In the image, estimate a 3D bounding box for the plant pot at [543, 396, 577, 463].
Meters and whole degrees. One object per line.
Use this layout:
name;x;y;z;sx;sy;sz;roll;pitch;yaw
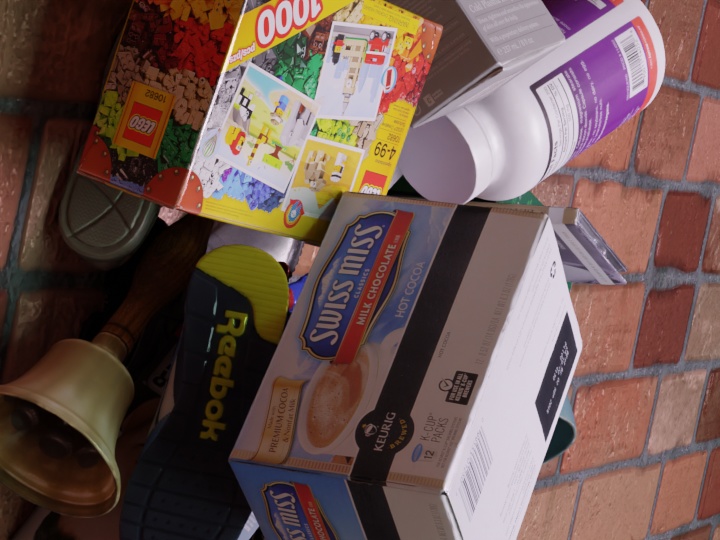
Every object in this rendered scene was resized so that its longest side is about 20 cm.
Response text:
plant pot;0.050;0.071;1.840;0.200;0.200;0.135;45;35;-64

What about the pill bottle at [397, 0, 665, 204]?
pill bottle;0.114;-0.122;1.739;0.200;0.112;0.113;-34;135;-36

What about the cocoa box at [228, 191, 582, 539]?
cocoa box;0.030;0.074;1.429;0.133;0.131;0.200;71;34;-49

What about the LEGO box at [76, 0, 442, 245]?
LEGO box;-0.054;-0.100;1.436;0.200;0.077;0.149;12;98;-58

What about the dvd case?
dvd case;0.079;-0.022;1.803;0.149;0.200;0.016;41;55;-64

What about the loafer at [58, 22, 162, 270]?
loafer;-0.121;-0.093;1.492;0.063;0.072;0.200;79;36;-76

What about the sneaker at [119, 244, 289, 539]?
sneaker;-0.084;0.085;1.446;0.082;0.074;0.200;149;-41;-87

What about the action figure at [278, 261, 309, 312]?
action figure;0.000;0.000;1.621;0.099;0.065;0.200;-51;171;6

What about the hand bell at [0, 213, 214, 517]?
hand bell;-0.138;0.035;1.455;0.200;0.104;0.104;-58;151;-35

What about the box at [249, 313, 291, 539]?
box;-0.049;0.149;1.617;0.049;0.160;0.200;7;114;-28

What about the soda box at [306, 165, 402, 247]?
soda box;-0.006;-0.093;1.739;0.200;0.068;0.064;-46;142;-49

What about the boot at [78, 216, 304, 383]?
boot;-0.102;-0.009;1.573;0.132;0.070;0.200;43;58;-58

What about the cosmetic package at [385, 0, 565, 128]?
cosmetic package;0.030;-0.200;1.601;0.200;0.090;0.107;59;33;1

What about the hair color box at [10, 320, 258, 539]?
hair color box;-0.106;0.120;1.509;0.200;0.099;0.061;-53;147;-8

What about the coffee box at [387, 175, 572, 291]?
coffee box;0.080;-0.037;1.881;0.200;0.123;0.044;38;62;-62
